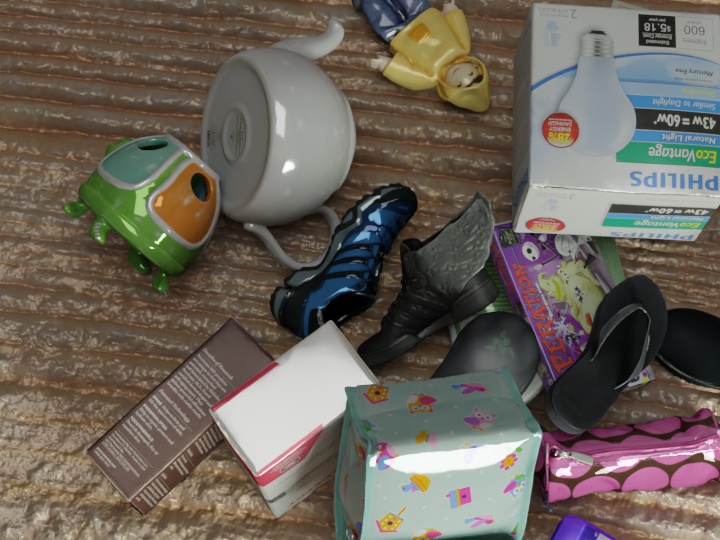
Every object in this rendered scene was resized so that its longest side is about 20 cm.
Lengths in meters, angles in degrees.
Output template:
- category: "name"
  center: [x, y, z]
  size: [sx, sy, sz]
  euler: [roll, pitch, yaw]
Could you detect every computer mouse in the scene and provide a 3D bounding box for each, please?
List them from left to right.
- category: "computer mouse"
  center: [0.110, 0.132, 1.410]
  size: [0.138, 0.053, 0.201]
  euler: [27, 86, 8]

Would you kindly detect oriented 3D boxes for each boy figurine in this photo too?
- category: "boy figurine"
  center: [0.069, -0.251, 1.601]
  size: [0.124, 0.065, 0.201]
  euler: [-33, 72, -12]

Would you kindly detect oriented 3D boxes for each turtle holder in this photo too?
- category: "turtle holder"
  center: [-0.219, -0.072, 1.513]
  size: [0.141, 0.185, 0.132]
  euler: [40, 87, -12]

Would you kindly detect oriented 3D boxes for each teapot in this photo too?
- category: "teapot"
  center: [-0.071, -0.135, 1.522]
  size: [0.145, 0.201, 0.198]
  euler: [2, 45, -33]

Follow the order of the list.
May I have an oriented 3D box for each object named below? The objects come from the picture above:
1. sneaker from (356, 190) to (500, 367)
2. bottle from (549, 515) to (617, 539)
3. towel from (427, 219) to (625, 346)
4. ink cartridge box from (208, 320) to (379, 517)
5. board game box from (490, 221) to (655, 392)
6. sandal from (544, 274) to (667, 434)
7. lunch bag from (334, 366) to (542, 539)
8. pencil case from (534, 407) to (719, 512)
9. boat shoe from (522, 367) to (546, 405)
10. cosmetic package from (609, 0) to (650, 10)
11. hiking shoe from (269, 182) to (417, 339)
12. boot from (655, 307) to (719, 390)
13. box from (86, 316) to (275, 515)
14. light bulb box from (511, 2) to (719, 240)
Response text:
- category: "sneaker"
  center: [0.064, 0.012, 1.478]
  size: [0.199, 0.060, 0.105]
  euler: [-29, 98, 15]
- category: "bottle"
  center: [0.269, 0.323, 1.413]
  size: [0.199, 0.065, 0.084]
  euler: [30, 75, 9]
- category: "towel"
  center: [0.182, 0.014, 1.537]
  size: [0.198, 0.023, 0.154]
  euler: [-11, 73, -4]
- category: "ink cartridge box"
  center: [-0.056, 0.149, 1.403]
  size: [0.144, 0.200, 0.085]
  euler: [-36, 72, -10]
- category: "board game box"
  center: [0.214, 0.037, 1.484]
  size: [0.119, 0.032, 0.201]
  euler: [-15, 73, -24]
- category: "sandal"
  center: [0.257, 0.083, 1.440]
  size: [0.076, 0.043, 0.201]
  euler: [39, 58, -3]
- category: "lunch bag"
  center: [0.065, 0.203, 1.316]
  size: [0.169, 0.201, 0.122]
  euler: [-4, 33, -15]
- category: "pencil case"
  center: [0.270, 0.185, 1.442]
  size: [0.198, 0.094, 0.091]
  euler: [-8, 61, -3]
- category: "boat shoe"
  center: [0.106, 0.149, 1.468]
  size: [0.199, 0.071, 0.064]
  euler: [-37, 76, -9]
- category: "cosmetic package"
  center: [0.291, -0.182, 1.571]
  size: [0.103, 0.073, 0.201]
  euler: [18, 74, 6]
- category: "hiking shoe"
  center: [0.000, 0.000, 1.509]
  size: [0.200, 0.074, 0.087]
  euler: [-48, 56, -3]
- category: "boot"
  center: [0.392, 0.079, 1.436]
  size: [0.199, 0.168, 0.077]
  euler: [29, 75, 10]
- category: "box"
  center: [-0.175, 0.148, 1.456]
  size: [0.200, 0.100, 0.075]
  euler: [-41, 76, -12]
- category: "light bulb box"
  center: [0.256, -0.147, 1.456]
  size: [0.196, 0.125, 0.202]
  euler: [3, 71, -1]
